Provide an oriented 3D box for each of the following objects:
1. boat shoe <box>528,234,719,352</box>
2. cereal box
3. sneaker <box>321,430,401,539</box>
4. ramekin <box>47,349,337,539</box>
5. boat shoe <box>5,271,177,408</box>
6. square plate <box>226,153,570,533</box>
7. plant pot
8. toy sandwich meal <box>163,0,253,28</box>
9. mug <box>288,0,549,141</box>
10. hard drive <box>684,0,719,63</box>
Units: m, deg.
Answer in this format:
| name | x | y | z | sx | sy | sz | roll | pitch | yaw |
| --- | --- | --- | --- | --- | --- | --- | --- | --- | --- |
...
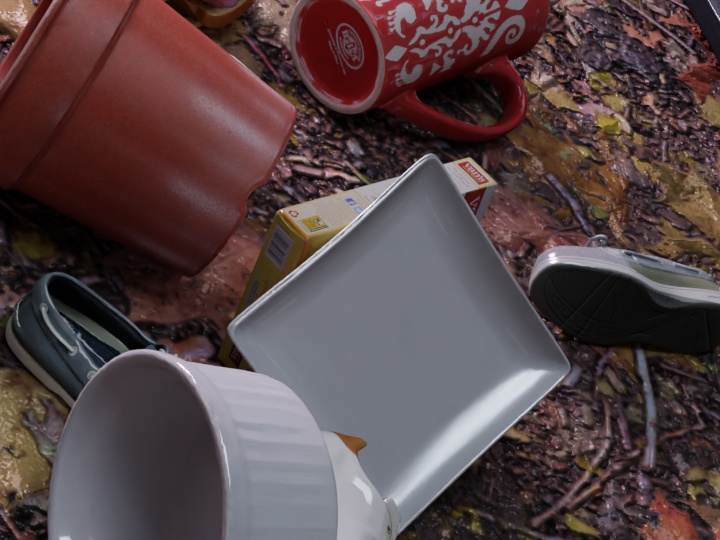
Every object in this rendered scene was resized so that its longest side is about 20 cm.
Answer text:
| name | x | y | z | sx | sy | sz | roll | pitch | yaw |
| --- | --- | --- | --- | --- | --- | --- | --- | --- | --- |
| boat shoe | 0.214 | 0.015 | 1.918 | 0.201 | 0.075 | 0.065 | 10 | 38 | -30 |
| cereal box | 0.000 | 0.000 | 1.733 | 0.199 | 0.144 | 0.040 | -17 | 51 | -41 |
| sneaker | -0.001 | 0.194 | 1.571 | 0.084 | 0.073 | 0.201 | -1 | 64 | -27 |
| ramekin | -0.102 | 0.152 | 1.481 | 0.097 | 0.201 | 0.201 | 6 | 46 | -39 |
| boat shoe | -0.153 | 0.077 | 1.620 | 0.200 | 0.062 | 0.073 | 39 | 40 | 8 |
| square plate | 0.027 | 0.055 | 1.666 | 0.198 | 0.028 | 0.200 | -41 | 111 | -19 |
| plant pot | -0.164 | -0.107 | 1.715 | 0.195 | 0.201 | 0.201 | 33 | 39 | -12 |
| toy sandwich meal | -0.176 | -0.271 | 1.953 | 0.204 | 0.070 | 0.206 | 18 | 42 | -17 |
| mug | 0.060 | -0.197 | 1.987 | 0.200 | 0.134 | 0.178 | -26 | 65 | -42 |
| hard drive | 0.407 | -0.240 | 2.319 | 0.199 | 0.042 | 0.135 | 1 | 49 | -32 |
